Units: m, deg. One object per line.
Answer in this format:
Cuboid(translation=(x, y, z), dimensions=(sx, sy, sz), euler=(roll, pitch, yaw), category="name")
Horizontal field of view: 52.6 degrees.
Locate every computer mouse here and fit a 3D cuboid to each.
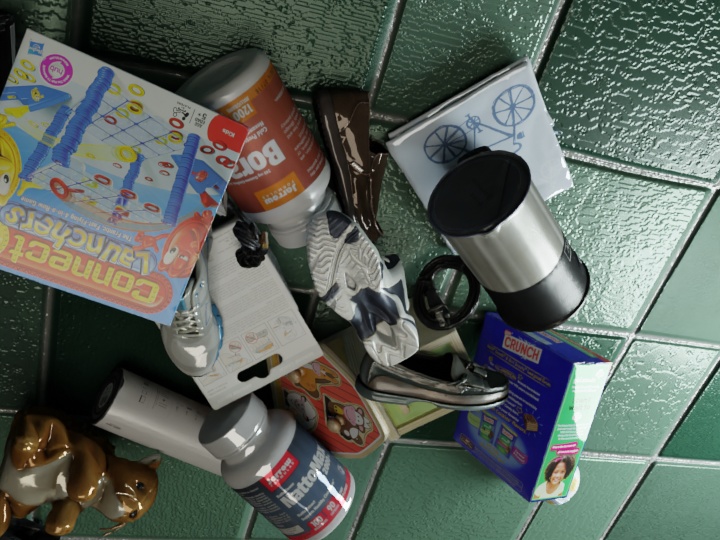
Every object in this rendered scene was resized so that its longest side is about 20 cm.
Cuboid(translation=(-0.173, -0.085, 0.775), dimensions=(0.044, 0.110, 0.200), euler=(-41, 91, -12), category="computer mouse")

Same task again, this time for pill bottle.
Cuboid(translation=(-0.111, 0.253, 0.954), dimensions=(0.120, 0.120, 0.200), euler=(-37, 112, 12), category="pill bottle")
Cuboid(translation=(-0.102, -0.124, 0.779), dimensions=(0.112, 0.112, 0.200), euler=(-28, 124, 6), category="pill bottle")

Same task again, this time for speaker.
Cuboid(translation=(-0.252, 0.206, 0.978), dimensions=(0.200, 0.081, 0.081), euler=(32, 111, -29), category="speaker")

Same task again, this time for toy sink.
Cuboid(translation=(0.047, 0.139, 0.982), dimensions=(0.200, 0.112, 0.130), euler=(-25, 124, 4), category="toy sink")

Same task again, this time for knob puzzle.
Cuboid(translation=(-0.051, 0.177, 0.952), dimensions=(0.030, 0.220, 0.220), euler=(-37, 136, -40), category="knob puzzle")

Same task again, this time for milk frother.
Cuboid(translation=(0.126, -0.020, 0.835), dimensions=(0.200, 0.181, 0.188), euler=(-37, 129, 6), category="milk frother")

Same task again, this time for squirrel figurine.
Cuboid(translation=(-0.354, 0.248, 0.929), dimensions=(0.187, 0.200, 0.142), euler=(17, 98, -25), category="squirrel figurine")

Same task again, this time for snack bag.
Cuboid(translation=(0.154, -0.132, 0.886), dimensions=(0.188, 0.021, 0.200), euler=(-30, 126, 9), category="snack bag")

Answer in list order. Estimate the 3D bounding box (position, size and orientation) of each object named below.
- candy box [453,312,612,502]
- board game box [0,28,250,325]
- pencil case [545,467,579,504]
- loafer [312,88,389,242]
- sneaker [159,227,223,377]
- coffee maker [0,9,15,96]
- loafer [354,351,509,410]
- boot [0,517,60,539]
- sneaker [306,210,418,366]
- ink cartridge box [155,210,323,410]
Cuboid(translation=(0.224, 0.178, 0.983), dimensions=(0.077, 0.169, 0.200), euler=(2, 109, -32), category="candy box")
Cuboid(translation=(-0.228, -0.077, 0.647), dimensions=(0.200, 0.056, 0.196), euler=(21, 93, -20), category="board game box")
Cuboid(translation=(0.259, 0.295, 1.143), dimensions=(0.200, 0.091, 0.083), euler=(36, 109, -30), category="pencil case")
Cuboid(translation=(0.003, -0.115, 0.831), dimensions=(0.071, 0.073, 0.200), euler=(-17, 127, -4), category="loafer")
Cuboid(translation=(-0.199, 0.035, 0.814), dimensions=(0.075, 0.087, 0.200), euler=(-4, 109, -4), category="sneaker")
Cuboid(translation=(-0.375, -0.126, 0.670), dimensions=(0.135, 0.192, 0.200), euler=(-6, 124, -13), category="coffee maker")
Cuboid(translation=(0.095, 0.127, 0.885), dimensions=(0.200, 0.072, 0.063), euler=(4, 112, -17), category="loafer")
Cuboid(translation=(-0.560, 0.444, 1.074), dimensions=(0.165, 0.066, 0.200), euler=(21, 119, -33), category="boot")
Cuboid(translation=(0.000, 0.000, 0.837), dimensions=(0.079, 0.130, 0.199), euler=(-33, 115, 11), category="sneaker")
Cuboid(translation=(-0.162, 0.049, 0.890), dimensions=(0.162, 0.057, 0.200), euler=(-27, 112, 5), category="ink cartridge box")
